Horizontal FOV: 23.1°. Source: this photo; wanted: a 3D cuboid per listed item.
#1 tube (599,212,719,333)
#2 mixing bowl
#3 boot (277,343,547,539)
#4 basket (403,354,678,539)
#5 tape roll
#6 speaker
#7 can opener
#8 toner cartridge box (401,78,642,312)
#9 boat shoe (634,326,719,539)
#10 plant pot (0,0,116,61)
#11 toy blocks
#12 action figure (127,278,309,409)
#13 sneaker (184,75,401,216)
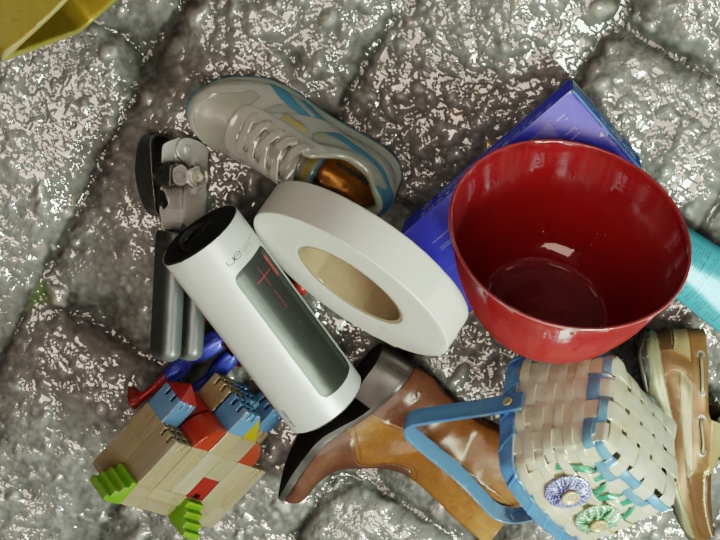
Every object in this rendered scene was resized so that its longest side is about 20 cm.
[{"bbox_3d":[0.299,0.005,1.540,0.199,0.050,0.078,34,113,-10],"label":"tube"},{"bbox_3d":[0.161,0.001,1.449,0.198,0.201,0.109,14,141,2],"label":"mixing bowl"},{"bbox_3d":[0.044,0.187,1.633,0.199,0.069,0.189,36,102,-14],"label":"boot"},{"bbox_3d":[0.157,0.155,1.511,0.199,0.140,0.176,-14,139,37],"label":"basket"},{"bbox_3d":[0.000,0.000,1.493,0.202,0.203,0.037,36,74,-6],"label":"tape roll"},{"bbox_3d":[-0.085,0.042,1.533,0.081,0.081,0.201,-29,111,15],"label":"speaker"},{"bbox_3d":[-0.164,-0.021,1.564,0.066,0.052,0.202,1,91,46],"label":"can opener"},{"bbox_3d":[0.138,-0.064,1.534,0.200,0.043,0.095,-40,102,17],"label":"toner cartridge box"},{"bbox_3d":[0.297,0.144,1.571,0.073,0.076,0.202,-13,108,7],"label":"boat shoe"},{"bbox_3d":[-0.254,-0.317,1.421,0.195,0.194,0.200,-39,94,17],"label":"plant pot"},{"bbox_3d":[-0.141,0.154,1.575,0.137,0.200,0.100,-47,59,9],"label":"toy blocks"},{"bbox_3d":[-0.121,0.067,1.605,0.199,0.052,0.066,-37,107,11],"label":"action figure"},{"bbox_3d":[-0.059,-0.106,1.522,0.198,0.081,0.077,23,111,0],"label":"sneaker"}]
